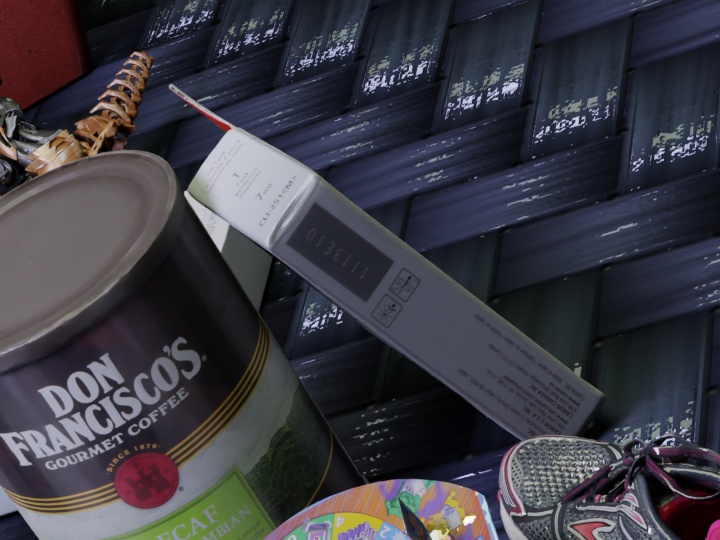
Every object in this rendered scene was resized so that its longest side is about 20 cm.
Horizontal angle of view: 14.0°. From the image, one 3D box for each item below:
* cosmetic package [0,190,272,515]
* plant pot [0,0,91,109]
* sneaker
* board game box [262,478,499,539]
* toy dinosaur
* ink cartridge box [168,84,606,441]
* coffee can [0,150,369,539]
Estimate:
[{"bbox_3d":[-0.133,0.039,1.584,0.150,0.052,0.200,-20,30,21],"label":"cosmetic package"},{"bbox_3d":[-0.288,-0.193,1.967,0.200,0.177,0.200,-32,29,-3],"label":"plant pot"},{"bbox_3d":[0.126,0.100,1.228,0.081,0.075,0.200,-41,30,-21],"label":"sneaker"},{"bbox_3d":[-0.007,0.174,1.167,0.158,0.039,0.201,-29,55,18],"label":"board game box"},{"bbox_3d":[-0.200,-0.055,1.780,0.135,0.102,0.200,29,44,31],"label":"toy dinosaur"},{"bbox_3d":[0.000,0.000,1.373,0.044,0.200,0.173,-55,31,-2],"label":"ink cartridge box"},{"bbox_3d":[-0.100,0.067,1.348,0.146,0.200,0.147,-24,30,15],"label":"coffee can"}]
